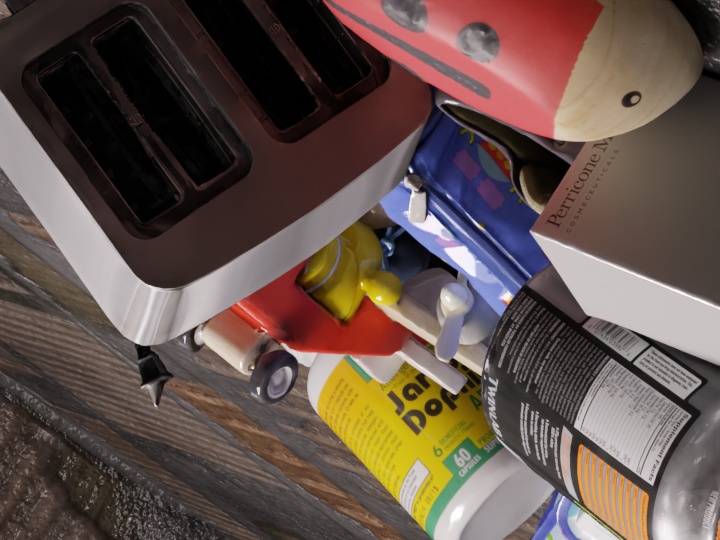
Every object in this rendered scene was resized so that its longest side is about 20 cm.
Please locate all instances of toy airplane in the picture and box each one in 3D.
[{"bbox_3d":[0.000,0.000,1.546,0.200,0.141,0.199,22,-167,-10],"label":"toy airplane"}]

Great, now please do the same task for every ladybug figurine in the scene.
[{"bbox_3d":[0.053,-0.118,1.201,0.200,0.072,0.136,30,167,13],"label":"ladybug figurine"}]

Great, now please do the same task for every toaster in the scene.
[{"bbox_3d":[-0.079,-0.074,1.320,0.200,0.181,0.119,54,166,7],"label":"toaster"}]

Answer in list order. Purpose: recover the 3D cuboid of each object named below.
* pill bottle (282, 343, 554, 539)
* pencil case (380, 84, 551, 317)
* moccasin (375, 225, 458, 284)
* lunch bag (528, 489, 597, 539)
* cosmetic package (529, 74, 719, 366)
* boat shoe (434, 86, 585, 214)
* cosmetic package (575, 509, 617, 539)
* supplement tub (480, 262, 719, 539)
[{"bbox_3d":[0.036,0.083,1.810,0.200,0.113,0.113,47,173,22],"label":"pill bottle"},{"bbox_3d":[0.078,-0.016,1.437,0.078,0.087,0.200,-34,110,28],"label":"pencil case"},{"bbox_3d":[0.022,-0.013,1.700,0.200,0.081,0.068,24,170,-40],"label":"moccasin"},{"bbox_3d":[0.217,0.159,1.762,0.170,0.127,0.200,31,155,2],"label":"lunch bag"},{"bbox_3d":[0.191,-0.008,1.211,0.200,0.108,0.085,22,163,34],"label":"cosmetic package"},{"bbox_3d":[0.103,-0.054,1.335,0.072,0.065,0.200,15,159,49],"label":"boat shoe"},{"bbox_3d":[0.250,0.150,1.629,0.200,0.052,0.151,32,131,0],"label":"cosmetic package"},{"bbox_3d":[0.157,0.078,1.305,0.123,0.123,0.200,44,176,-41],"label":"supplement tub"}]
